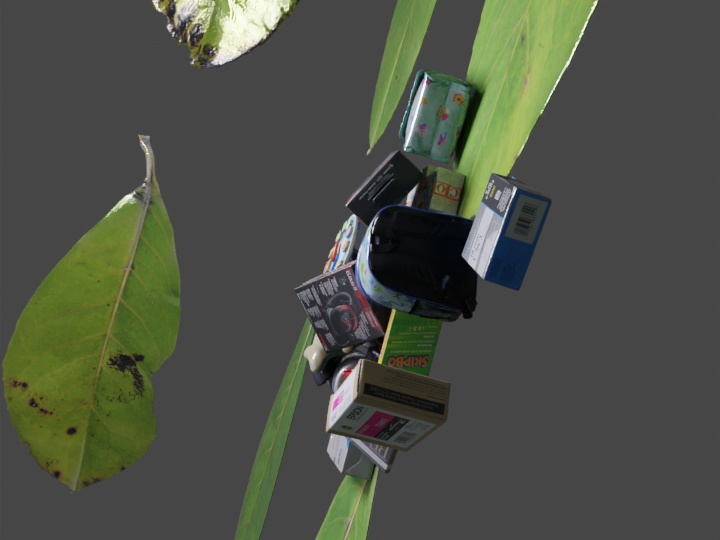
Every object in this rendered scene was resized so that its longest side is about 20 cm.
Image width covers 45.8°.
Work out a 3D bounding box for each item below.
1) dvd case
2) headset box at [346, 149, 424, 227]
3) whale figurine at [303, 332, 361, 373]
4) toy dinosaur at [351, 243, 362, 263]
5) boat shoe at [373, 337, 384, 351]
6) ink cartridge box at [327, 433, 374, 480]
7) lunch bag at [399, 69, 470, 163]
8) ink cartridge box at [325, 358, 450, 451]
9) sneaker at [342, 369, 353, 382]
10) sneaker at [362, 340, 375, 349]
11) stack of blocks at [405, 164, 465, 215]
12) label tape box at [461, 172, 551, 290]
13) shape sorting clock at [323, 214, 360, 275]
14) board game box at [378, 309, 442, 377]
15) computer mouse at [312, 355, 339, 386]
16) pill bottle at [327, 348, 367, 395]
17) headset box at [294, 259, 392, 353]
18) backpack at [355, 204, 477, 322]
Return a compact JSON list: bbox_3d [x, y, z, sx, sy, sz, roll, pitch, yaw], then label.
[{"bbox_3d":[0.036,0.271,1.664,0.149,0.016,0.200,35,114,40],"label":"dvd case"},{"bbox_3d":[0.048,-0.163,1.696,0.149,0.075,0.200,-46,6,8],"label":"headset box"},{"bbox_3d":[-0.036,0.136,1.831,0.200,0.104,0.159,-52,34,10],"label":"whale figurine"},{"bbox_3d":[0.000,0.000,1.765,0.200,0.047,0.088,-89,6,-49],"label":"toy dinosaur"},{"bbox_3d":[0.056,0.132,1.742,0.075,0.075,0.203,51,136,29],"label":"boat shoe"},{"bbox_3d":[-0.015,0.370,1.854,0.200,0.068,0.116,-173,98,-78],"label":"ink cartridge box"},{"bbox_3d":[0.158,-0.333,1.809,0.200,0.122,0.171,-83,8,-71],"label":"lunch bag"},{"bbox_3d":[0.044,0.241,1.488,0.200,0.164,0.075,122,160,-58],"label":"ink cartridge box"},{"bbox_3d":[0.029,0.213,1.722,0.078,0.115,0.200,-90,19,-54],"label":"sneaker"},{"bbox_3d":[0.035,0.081,1.947,0.200,0.083,0.121,-102,28,-60],"label":"sneaker"},{"bbox_3d":[0.150,-0.154,1.759,0.200,0.058,0.115,149,135,-74],"label":"stack of blocks"},{"bbox_3d":[0.214,-0.070,1.322,0.200,0.063,0.145,-115,42,-72],"label":"label tape box"},{"bbox_3d":[-0.048,-0.025,1.800,0.200,0.039,0.201,-161,90,-83],"label":"shape sorting clock"},{"bbox_3d":[0.097,0.114,1.571,0.030,0.095,0.201,178,107,-77],"label":"board game box"},{"bbox_3d":[-0.081,0.179,1.938,0.140,0.046,0.200,-38,23,55],"label":"computer mouse"},{"bbox_3d":[-0.017,0.239,1.921,0.200,0.113,0.114,-148,73,-78],"label":"pill bottle"},{"bbox_3d":[-0.015,0.064,1.645,0.200,0.149,0.075,-23,5,46],"label":"headset box"},{"bbox_3d":[0.094,-0.008,1.480,0.147,0.199,0.183,130,152,-64],"label":"backpack"}]
